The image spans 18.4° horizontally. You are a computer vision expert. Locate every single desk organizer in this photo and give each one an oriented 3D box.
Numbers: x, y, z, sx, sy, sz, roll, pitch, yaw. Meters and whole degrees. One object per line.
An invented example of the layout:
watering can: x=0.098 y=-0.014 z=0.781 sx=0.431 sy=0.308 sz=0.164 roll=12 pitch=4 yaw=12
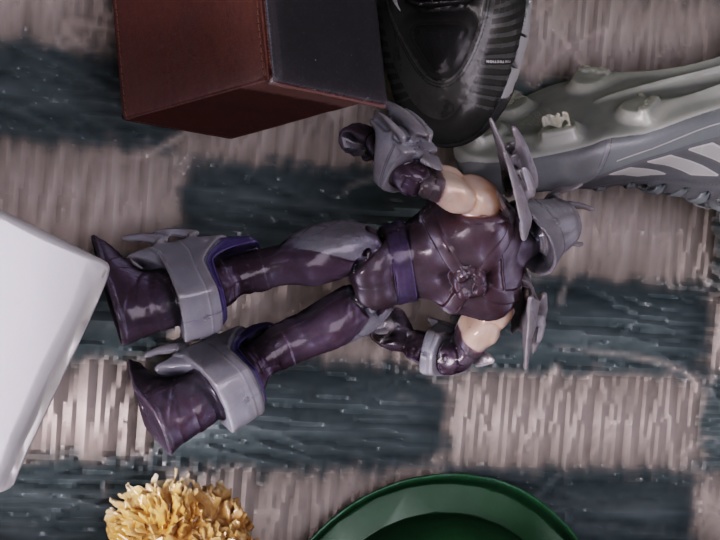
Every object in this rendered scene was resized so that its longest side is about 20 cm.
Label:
desk organizer: x=-0.050 y=-0.156 z=0.858 sx=0.072 sy=0.077 sz=0.201 roll=5 pitch=76 yaw=-53

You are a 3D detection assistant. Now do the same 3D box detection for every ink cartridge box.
ink cartridge box: x=-0.188 y=0.000 z=0.759 sx=0.147 sy=0.200 sz=0.083 roll=27 pitch=82 yaw=-21

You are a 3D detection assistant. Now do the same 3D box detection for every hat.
hat: x=0.064 y=0.169 z=0.879 sx=0.165 sy=0.176 sz=0.200 roll=19 pitch=89 yaw=-21

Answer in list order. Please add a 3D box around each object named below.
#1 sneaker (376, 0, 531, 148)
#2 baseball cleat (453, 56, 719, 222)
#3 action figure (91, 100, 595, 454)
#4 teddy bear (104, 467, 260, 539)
sneaker: x=0.031 y=-0.150 z=0.878 sx=0.066 sy=0.090 sz=0.201 roll=6 pitch=90 yaw=20
baseball cleat: x=0.141 y=-0.044 z=0.947 sx=0.199 sy=0.070 sz=0.107 roll=-15 pitch=120 yaw=-7
action figure: x=0.000 y=0.000 z=0.887 sx=0.200 sy=0.069 sz=0.130 roll=-16 pitch=119 yaw=-8
teddy bear: x=-0.030 y=0.162 z=0.860 sx=0.145 sy=0.067 sz=0.200 roll=-38 pitch=93 yaw=30
